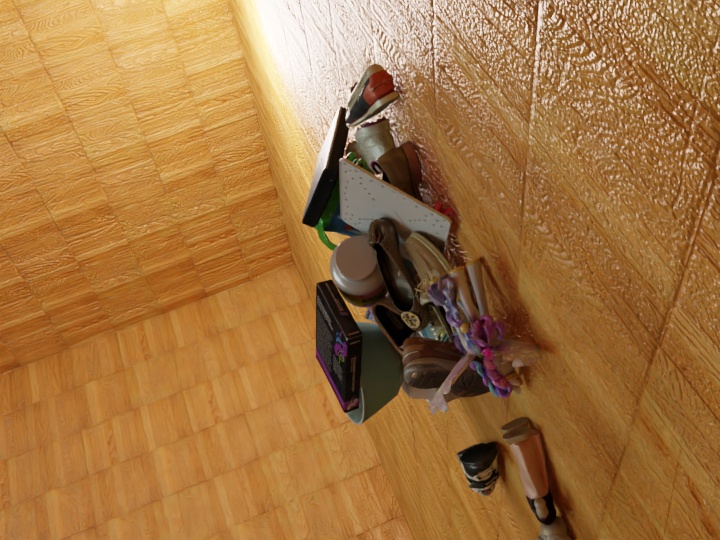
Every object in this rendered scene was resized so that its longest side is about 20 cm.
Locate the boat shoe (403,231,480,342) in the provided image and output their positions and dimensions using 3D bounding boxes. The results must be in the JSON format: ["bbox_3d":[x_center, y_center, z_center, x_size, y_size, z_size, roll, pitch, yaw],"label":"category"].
[{"bbox_3d":[0.121,0.033,1.225,0.201,0.066,0.074,55,168,12],"label":"boat shoe"}]

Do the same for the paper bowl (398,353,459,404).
[{"bbox_3d":[0.118,0.168,1.527,0.201,0.103,0.204,161,90,-81],"label":"paper bowl"}]

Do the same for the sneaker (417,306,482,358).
[{"bbox_3d":[0.144,0.097,1.313,0.202,0.079,0.131,59,170,12],"label":"sneaker"}]

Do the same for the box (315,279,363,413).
[{"bbox_3d":[-0.040,0.136,1.396,0.202,0.036,0.144,92,155,-44],"label":"box"}]

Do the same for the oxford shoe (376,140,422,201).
[{"bbox_3d":[0.065,-0.122,1.320,0.071,0.073,0.202,-121,15,-50],"label":"oxford shoe"}]

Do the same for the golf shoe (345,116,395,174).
[{"bbox_3d":[0.022,-0.206,1.419,0.200,0.074,0.093,134,113,-81],"label":"golf shoe"}]

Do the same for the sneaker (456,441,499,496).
[{"bbox_3d":[0.224,0.363,1.421,0.200,0.073,0.090,67,-179,-78],"label":"sneaker"}]

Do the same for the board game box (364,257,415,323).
[{"bbox_3d":[0.061,0.033,1.548,0.200,0.036,0.154,-177,104,-79],"label":"board game box"}]

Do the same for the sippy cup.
[{"bbox_3d":[-0.009,-0.122,1.523,0.140,0.129,0.180,-116,48,-76],"label":"sippy cup"}]

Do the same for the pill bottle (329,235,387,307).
[{"bbox_3d":[0.000,0.000,1.395,0.200,0.103,0.106,68,180,-77],"label":"pill bottle"}]

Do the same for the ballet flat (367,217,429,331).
[{"bbox_3d":[0.058,0.012,1.277,0.067,0.046,0.203,-8,109,39],"label":"ballet flat"}]

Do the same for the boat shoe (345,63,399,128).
[{"bbox_3d":[0.010,-0.287,1.303,0.063,0.071,0.200,59,167,-6],"label":"boat shoe"}]

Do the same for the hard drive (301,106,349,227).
[{"bbox_3d":[-0.061,-0.196,1.476,0.202,0.032,0.140,-81,14,-46],"label":"hard drive"}]

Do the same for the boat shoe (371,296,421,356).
[{"bbox_3d":[0.091,0.131,1.399,0.200,0.074,0.065,42,-164,10],"label":"boat shoe"}]

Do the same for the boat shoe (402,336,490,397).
[{"bbox_3d":[0.142,0.138,1.171,0.076,0.198,0.073,-40,49,33],"label":"boat shoe"}]

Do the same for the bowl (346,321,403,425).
[{"bbox_3d":[0.012,0.180,1.494,0.201,0.104,0.204,164,90,-72],"label":"bowl"}]

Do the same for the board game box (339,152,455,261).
[{"bbox_3d":[0.055,-0.090,1.269,0.198,0.026,0.201,31,159,12],"label":"board game box"}]

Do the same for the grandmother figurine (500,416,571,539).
[{"bbox_3d":[0.264,0.327,1.157,0.203,0.060,0.121,69,-162,-7],"label":"grandmother figurine"}]

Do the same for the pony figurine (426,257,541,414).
[{"bbox_3d":[0.161,0.094,1.064,0.203,0.165,0.193,66,-157,3],"label":"pony figurine"}]
